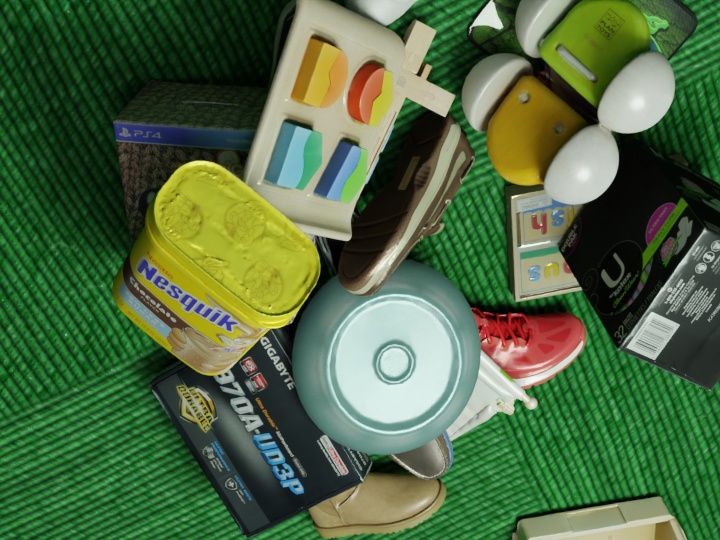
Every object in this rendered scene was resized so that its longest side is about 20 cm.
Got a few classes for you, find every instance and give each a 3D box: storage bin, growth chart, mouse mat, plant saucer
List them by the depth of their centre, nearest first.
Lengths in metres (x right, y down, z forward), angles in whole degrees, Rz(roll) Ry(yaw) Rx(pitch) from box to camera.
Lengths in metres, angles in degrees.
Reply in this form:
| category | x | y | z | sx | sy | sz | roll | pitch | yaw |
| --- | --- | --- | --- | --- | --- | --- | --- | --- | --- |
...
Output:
| category | x | y | z | sx | sy | sz | roll | pitch | yaw |
| --- | --- | --- | --- | --- | --- | --- | --- | --- | --- |
| mouse mat | 0.222 | -0.240 | 1.350 | 0.199 | 0.008 | 0.161 | 32 | 109 | -27 |
| plant saucer | 0.031 | 0.090 | 1.365 | 0.197 | 0.036 | 0.203 | -2 | 98 | -12 |
| growth chart | 0.072 | 0.131 | 1.463 | 0.199 | 0.018 | 0.145 | -31 | 110 | 38 |
| storage bin | 0.292 | 0.393 | 1.678 | 0.197 | 0.094 | 0.201 | -8 | 121 | -7 |

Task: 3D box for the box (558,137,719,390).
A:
| category | x | y | z | sx | sy | sz | roll | pitch | yaw |
| --- | --- | --- | --- | --- | --- | --- | --- | --- | --- |
| box | 0.308 | -0.010 | 1.356 | 0.123 | 0.201 | 0.149 | 23 | 113 | -22 |

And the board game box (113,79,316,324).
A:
| category | x | y | z | sx | sy | sz | roll | pitch | yaw |
| --- | --- | --- | --- | --- | --- | --- | --- | --- | --- |
| board game box | -0.132 | -0.065 | 1.289 | 0.157 | 0.097 | 0.203 | 5 | 121 | 13 |

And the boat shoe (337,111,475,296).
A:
| category | x | y | z | sx | sy | sz | roll | pitch | yaw |
| --- | --- | --- | --- | --- | --- | --- | --- | --- | --- |
| boat shoe | 0.055 | -0.054 | 1.344 | 0.075 | 0.074 | 0.204 | 40 | 77 | -37 |

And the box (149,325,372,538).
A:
| category | x | y | z | sx | sy | sz | roll | pitch | yaw |
| --- | --- | --- | --- | --- | --- | --- | --- | --- | --- |
| box | -0.104 | 0.161 | 1.429 | 0.158 | 0.046 | 0.202 | -27 | 99 | 20 |

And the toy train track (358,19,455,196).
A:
| category | x | y | z | sx | sy | sz | roll | pitch | yaw |
| --- | --- | --- | --- | --- | --- | --- | --- | --- | --- |
| toy train track | 0.017 | -0.147 | 1.325 | 0.114 | 0.033 | 0.202 | 23 | 96 | -20 |

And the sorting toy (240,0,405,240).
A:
| category | x | y | z | sx | sy | sz | roll | pitch | yaw |
| --- | --- | --- | --- | --- | --- | --- | --- | --- | --- |
| sorting toy | -0.026 | -0.132 | 1.217 | 0.184 | 0.036 | 0.203 | 9 | 97 | -59 |

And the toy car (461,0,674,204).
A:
| category | x | y | z | sx | sy | sz | roll | pitch | yaw |
| --- | --- | --- | --- | --- | --- | --- | --- | --- | --- |
| toy car | 0.212 | -0.167 | 1.311 | 0.149 | 0.175 | 0.201 | 6 | 125 | -55 |

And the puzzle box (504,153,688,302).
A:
| category | x | y | z | sx | sy | sz | roll | pitch | yaw |
| --- | --- | --- | --- | --- | --- | --- | --- | --- | --- |
| puzzle box | 0.253 | -0.044 | 1.458 | 0.197 | 0.026 | 0.135 | -11 | 122 | -6 |

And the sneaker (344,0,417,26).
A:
| category | x | y | z | sx | sy | sz | roll | pitch | yaw |
| --- | --- | --- | --- | --- | --- | --- | --- | --- | --- |
| sneaker | 0.062 | -0.285 | 1.226 | 0.073 | 0.116 | 0.200 | 30 | 111 | -27 |

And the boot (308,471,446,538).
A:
| category | x | y | z | sx | sy | sz | roll | pitch | yaw |
| --- | --- | --- | --- | --- | --- | --- | --- | --- | --- |
| boot | -0.018 | 0.206 | 1.505 | 0.173 | 0.067 | 0.201 | -18 | 122 | 16 |

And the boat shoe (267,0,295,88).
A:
| category | x | y | z | sx | sy | sz | roll | pitch | yaw |
| --- | --- | --- | --- | --- | --- | --- | --- | --- | --- |
| boat shoe | -0.055 | -0.157 | 1.306 | 0.073 | 0.061 | 0.203 | 3 | 119 | -15 |

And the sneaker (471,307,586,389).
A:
| category | x | y | z | sx | sy | sz | roll | pitch | yaw |
| --- | --- | --- | --- | --- | --- | --- | --- | --- | --- |
| sneaker | 0.143 | 0.069 | 1.460 | 0.197 | 0.079 | 0.116 | -21 | 134 | -1 |

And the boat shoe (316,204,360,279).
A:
| category | x | y | z | sx | sy | sz | roll | pitch | yaw |
| --- | --- | --- | --- | --- | --- | --- | --- | --- | --- |
| boat shoe | 0.002 | -0.001 | 1.403 | 0.073 | 0.068 | 0.201 | -21 | 122 | 1 |

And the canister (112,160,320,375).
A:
| category | x | y | z | sx | sy | sz | roll | pitch | yaw |
| --- | --- | --- | --- | --- | --- | --- | --- | --- | --- |
| canister | -0.132 | 0.006 | 1.175 | 0.148 | 0.087 | 0.200 | 38 | 152 | -5 |

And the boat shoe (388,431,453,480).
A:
| category | x | y | z | sx | sy | sz | roll | pitch | yaw |
| --- | --- | --- | --- | --- | --- | --- | --- | --- | --- |
| boat shoe | 0.023 | 0.157 | 1.433 | 0.072 | 0.073 | 0.200 | -39 | 105 | 18 |
